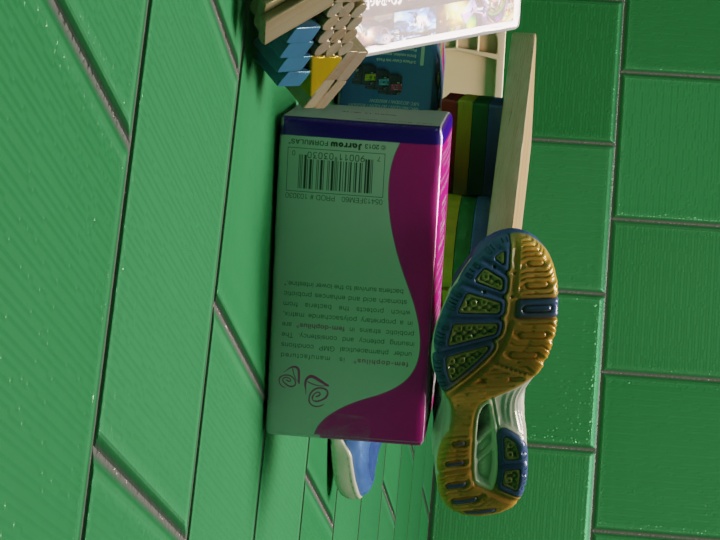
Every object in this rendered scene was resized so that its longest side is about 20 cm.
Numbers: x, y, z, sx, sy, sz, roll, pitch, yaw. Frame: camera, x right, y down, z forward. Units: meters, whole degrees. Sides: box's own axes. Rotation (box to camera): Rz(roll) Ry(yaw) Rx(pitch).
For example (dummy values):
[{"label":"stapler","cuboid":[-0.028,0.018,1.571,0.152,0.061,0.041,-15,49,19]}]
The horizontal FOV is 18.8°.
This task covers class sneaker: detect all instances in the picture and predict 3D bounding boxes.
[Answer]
[{"label":"sneaker","cuboid":[0.036,0.092,1.771,0.077,0.111,0.200,-39,133,-83]},{"label":"sneaker","cuboid":[0.074,0.053,1.361,0.088,0.075,0.200,-100,-164,-60]}]

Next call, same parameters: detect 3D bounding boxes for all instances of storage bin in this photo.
[{"label":"storage bin","cuboid":[0.091,-0.271,2.083,0.200,0.094,0.199,-86,180,-75]}]

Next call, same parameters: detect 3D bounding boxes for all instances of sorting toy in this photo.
[{"label":"sorting toy","cuboid":[0.088,-0.051,1.656,0.199,0.070,0.200,82,15,-68]}]

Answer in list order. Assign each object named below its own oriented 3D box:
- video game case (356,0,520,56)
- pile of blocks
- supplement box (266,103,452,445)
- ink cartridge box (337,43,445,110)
[{"label":"video game case","cuboid":[0.032,-0.229,1.354,0.200,0.023,0.182,-16,115,-43]},{"label":"pile of blocks","cuboid":[-0.038,-0.157,1.169,0.062,0.082,0.200,51,-23,19]},{"label":"supplement box","cuboid":[0.000,0.000,1.371,0.103,0.101,0.200,-59,153,-79]},{"label":"ink cartridge box","cuboid":[0.021,-0.098,1.678,0.136,0.076,0.200,75,21,-74]}]
